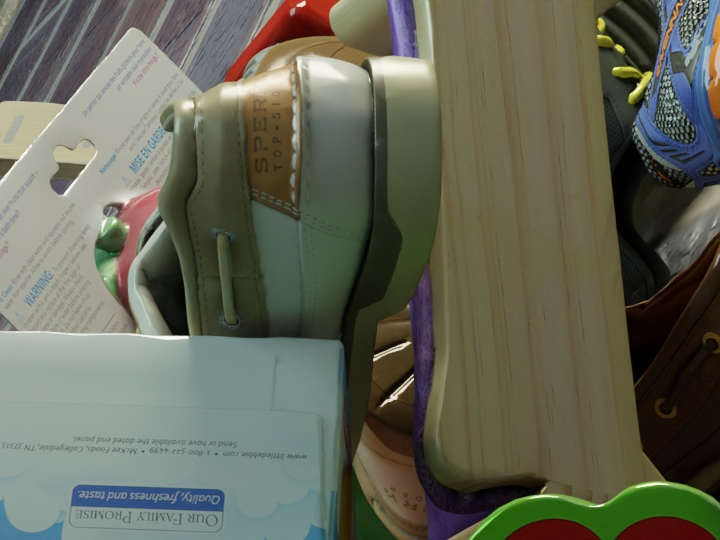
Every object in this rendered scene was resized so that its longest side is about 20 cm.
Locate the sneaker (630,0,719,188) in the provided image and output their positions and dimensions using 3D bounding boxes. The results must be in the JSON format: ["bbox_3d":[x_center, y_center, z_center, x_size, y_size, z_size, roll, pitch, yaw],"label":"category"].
[{"bbox_3d":[0.135,-0.109,0.924,0.078,0.075,0.201,-27,32,46],"label":"sneaker"}]

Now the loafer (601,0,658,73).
[{"bbox_3d":[0.083,-0.071,1.018,0.200,0.075,0.070,-38,-21,16],"label":"loafer"}]

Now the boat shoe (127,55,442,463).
[{"bbox_3d":[-0.029,0.005,0.720,0.200,0.068,0.075,107,162,-57],"label":"boat shoe"}]

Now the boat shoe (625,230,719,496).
[{"bbox_3d":[0.082,0.042,0.823,0.200,0.067,0.072,-40,23,49],"label":"boat shoe"}]

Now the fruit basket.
[{"bbox_3d":[-0.046,0.027,0.936,0.094,0.200,0.185,-43,10,32],"label":"fruit basket"}]

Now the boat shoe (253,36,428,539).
[{"bbox_3d":[0.000,0.000,0.888,0.201,0.073,0.063,-101,14,-45],"label":"boat shoe"}]

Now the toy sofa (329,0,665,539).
[{"bbox_3d":[0.031,-0.005,0.758,0.083,0.097,0.201,-34,51,47],"label":"toy sofa"}]

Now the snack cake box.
[{"bbox_3d":[-0.058,0.095,0.730,0.200,0.114,0.068,85,-174,-58],"label":"snack cake box"}]

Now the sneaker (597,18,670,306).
[{"bbox_3d":[0.070,-0.069,0.953,0.074,0.084,0.201,-2,-92,-71],"label":"sneaker"}]

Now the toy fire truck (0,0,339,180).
[{"bbox_3d":[-0.048,-0.059,1.177,0.129,0.199,0.176,-47,19,33],"label":"toy fire truck"}]

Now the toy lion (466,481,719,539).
[{"bbox_3d":[0.026,0.134,0.604,0.069,0.199,0.193,23,-94,-79],"label":"toy lion"}]
